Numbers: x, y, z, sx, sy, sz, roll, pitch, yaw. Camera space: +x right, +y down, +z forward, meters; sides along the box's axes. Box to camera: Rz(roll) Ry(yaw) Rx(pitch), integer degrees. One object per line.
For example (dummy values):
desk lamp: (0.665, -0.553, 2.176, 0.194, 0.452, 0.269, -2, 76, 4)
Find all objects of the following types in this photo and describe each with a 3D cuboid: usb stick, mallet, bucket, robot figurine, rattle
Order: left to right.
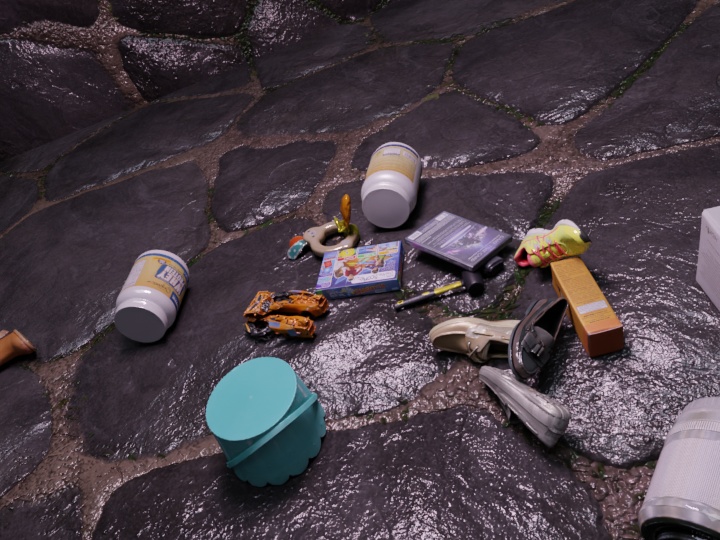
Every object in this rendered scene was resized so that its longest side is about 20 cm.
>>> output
bucket: (-0.173, 0.270, 1.087, 0.205, 0.136, 0.208, -13, 40, 12)
robot figurine: (-0.177, 0.094, 1.354, 0.198, 0.059, 0.146, 3, 44, 27)
rattle: (-0.111, -0.106, 1.498, 0.198, 0.143, 0.131, 4, 61, 20)
mallet: (0.167, 0.039, 1.283, 0.198, 0.041, 0.066, -15, 38, 15)
usb stick: (0.240, -0.045, 1.344, 0.055, 0.033, 0.200, -33, 40, -17)

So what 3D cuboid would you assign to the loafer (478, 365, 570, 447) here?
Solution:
loafer: (0.262, 0.221, 0.999, 0.200, 0.069, 0.070, 34, 104, 62)

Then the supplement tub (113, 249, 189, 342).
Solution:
supplement tub: (-0.516, 0.062, 1.477, 0.143, 0.146, 0.201, -11, 40, 12)

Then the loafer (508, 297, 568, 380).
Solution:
loafer: (0.315, 0.109, 1.047, 0.063, 0.072, 0.200, -31, 14, 43)

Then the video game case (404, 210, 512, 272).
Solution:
video game case: (0.218, -0.070, 1.342, 0.142, 0.019, 0.199, -34, 42, -29)

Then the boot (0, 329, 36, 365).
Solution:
boot: (-0.936, 0.231, 1.536, 0.198, 0.074, 0.155, -3, 40, 40)

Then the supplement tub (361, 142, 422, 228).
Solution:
supplement tub: (0.080, -0.219, 1.529, 0.143, 0.145, 0.201, -5, 41, 19)

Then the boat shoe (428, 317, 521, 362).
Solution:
boat shoe: (0.225, 0.135, 1.115, 0.197, 0.073, 0.065, -1, 44, 13)

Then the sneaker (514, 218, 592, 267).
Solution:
sneaker: (0.384, -0.041, 1.205, 0.090, 0.078, 0.200, -44, 7, -16)

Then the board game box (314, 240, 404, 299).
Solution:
board game box: (0.000, 0.000, 1.399, 0.198, 0.035, 0.136, -8, 41, 17)

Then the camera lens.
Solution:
camera lens: (0.460, 0.286, 0.759, 0.159, 0.161, 0.200, 15, 51, 36)

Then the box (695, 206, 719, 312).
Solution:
box: (0.697, -0.004, 0.976, 0.197, 0.172, 0.201, -14, 40, 9)

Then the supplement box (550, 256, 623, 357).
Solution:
supplement box: (0.418, 0.062, 1.113, 0.068, 0.067, 0.201, -17, 40, 5)
